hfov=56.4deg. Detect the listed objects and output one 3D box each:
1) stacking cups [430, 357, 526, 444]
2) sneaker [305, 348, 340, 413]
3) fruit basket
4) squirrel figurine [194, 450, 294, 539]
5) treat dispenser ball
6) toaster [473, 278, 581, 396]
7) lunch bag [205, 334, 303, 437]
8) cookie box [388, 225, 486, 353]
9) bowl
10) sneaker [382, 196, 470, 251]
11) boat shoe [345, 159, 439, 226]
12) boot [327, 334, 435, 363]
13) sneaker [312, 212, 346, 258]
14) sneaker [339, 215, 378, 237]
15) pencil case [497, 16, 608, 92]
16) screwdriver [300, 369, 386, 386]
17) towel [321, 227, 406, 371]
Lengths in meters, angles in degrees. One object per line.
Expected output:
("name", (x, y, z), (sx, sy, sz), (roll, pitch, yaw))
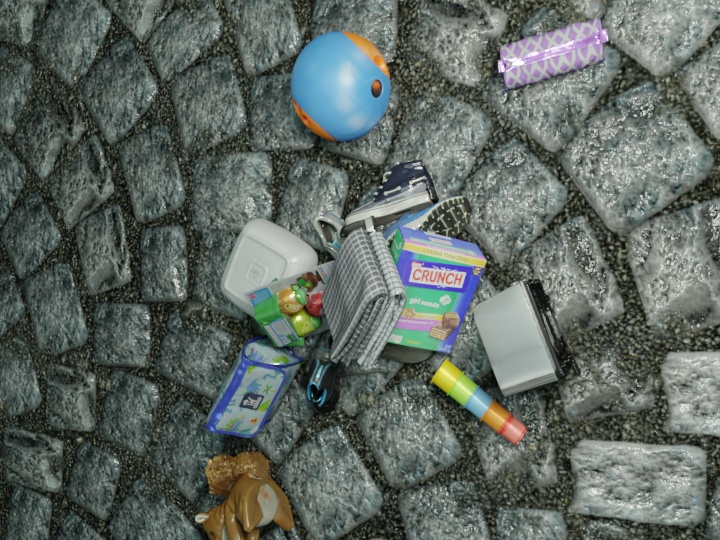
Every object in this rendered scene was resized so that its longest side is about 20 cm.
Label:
("stacking cups", (0.230, 0.252, 1.289), (0.198, 0.060, 0.061), (37, 103, 12))
("sneaker", (-0.085, 0.239, 1.345), (0.071, 0.203, 0.083), (16, 52, 12))
("fruit basket", (-0.108, 0.076, 1.344), (0.195, 0.187, 0.095), (-15, 47, 12))
("squirrel figurine", (-0.270, 0.499, 1.459), (0.184, 0.140, 0.205), (-30, 66, 29))
("treat dispenser ball", (-0.038, -0.355, 1.306), (0.195, 0.200, 0.208), (0, 90, 21))
("toaster", (0.296, 0.121, 1.193), (0.117, 0.180, 0.205), (-24, 81, 22))
("lunch bag", (-0.224, 0.238, 1.385), (0.126, 0.199, 0.173), (32, 101, 18))
("cookie box", (0.118, 0.038, 1.247), (0.167, 0.076, 0.204), (11, 114, -16))
("bowl", (-0.208, 0.007, 1.445), (0.197, 0.074, 0.204), (29, 101, 17))
("sneaker", (0.121, -0.093, 1.303), (0.196, 0.089, 0.080), (-26, 119, -5))
("boat shoe", (0.056, -0.152, 1.347), (0.195, 0.075, 0.095), (-15, 77, 14))
("boot", (0.042, 0.153, 1.316), (0.194, 0.130, 0.070), (2, 92, 21))
("sneaker", (-0.030, -0.038, 1.368), (0.200, 0.086, 0.075), (45, 102, 13))
("sneaker", (0.000, 0.000, 1.313), (0.088, 0.067, 0.206), (-7, 98, 1))
("pencil case", (0.344, -0.393, 1.218), (0.195, 0.085, 0.086), (-13, 88, 20))
("screwdriver", (-0.035, 0.219, 1.407), (0.195, 0.029, 0.029), (-11, 86, 17))
("towel", (-0.005, 0.053, 1.201), (0.203, 0.083, 0.168), (-63, 34, 35))
